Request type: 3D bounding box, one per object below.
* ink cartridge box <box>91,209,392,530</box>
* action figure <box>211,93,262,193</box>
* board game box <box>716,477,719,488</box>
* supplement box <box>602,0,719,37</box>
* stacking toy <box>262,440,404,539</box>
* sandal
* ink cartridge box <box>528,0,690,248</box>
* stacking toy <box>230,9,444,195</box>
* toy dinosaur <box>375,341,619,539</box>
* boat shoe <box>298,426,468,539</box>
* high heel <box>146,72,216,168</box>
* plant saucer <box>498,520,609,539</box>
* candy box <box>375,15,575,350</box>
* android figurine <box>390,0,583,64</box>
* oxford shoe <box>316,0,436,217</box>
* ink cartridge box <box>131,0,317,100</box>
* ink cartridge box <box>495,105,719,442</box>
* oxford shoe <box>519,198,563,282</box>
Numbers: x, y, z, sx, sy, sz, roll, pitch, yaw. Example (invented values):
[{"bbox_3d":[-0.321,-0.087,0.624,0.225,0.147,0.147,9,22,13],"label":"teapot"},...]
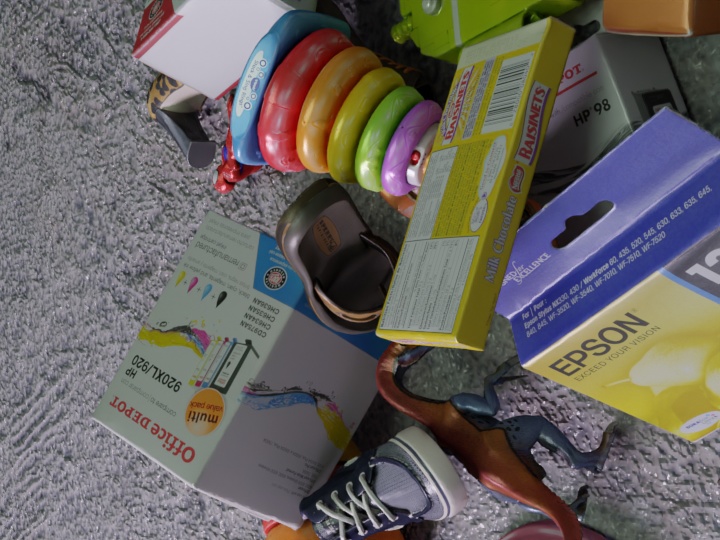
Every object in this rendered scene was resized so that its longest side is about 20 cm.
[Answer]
[{"bbox_3d":[-0.088,0.083,0.971,0.147,0.145,0.200,24,82,41],"label":"ink cartridge box"},{"bbox_3d":[-0.088,-0.141,1.037,0.052,0.065,0.200,37,128,8],"label":"action figure"},{"bbox_3d":[0.321,0.106,0.607,0.159,0.097,0.200,50,133,16],"label":"board game box"},{"bbox_3d":[0.192,-0.242,0.694,0.069,0.067,0.200,14,111,45],"label":"supplement box"},{"bbox_3d":[-0.034,0.190,1.046,0.146,0.146,0.200,-37,54,46],"label":"stacking toy"},{"bbox_3d":[0.000,0.000,0.853,0.055,0.082,0.200,35,167,27],"label":"sandal"},{"bbox_3d":[0.155,-0.081,0.778,0.116,0.067,0.200,-28,80,49],"label":"ink cartridge box"},{"bbox_3d":[0.019,-0.092,0.813,0.200,0.110,0.116,29,107,20],"label":"stacking toy"},{"bbox_3d":[0.089,0.110,0.852,0.181,0.200,0.105,21,103,9],"label":"toy dinosaur"},{"bbox_3d":[0.011,0.175,0.883,0.075,0.093,0.200,55,163,6],"label":"boat shoe"},{"bbox_3d":[-0.148,-0.212,1.091,0.143,0.071,0.200,52,127,47],"label":"high heel"},{"bbox_3d":[0.154,0.294,0.894,0.200,0.051,0.201,15,111,46],"label":"plant saucer"},{"bbox_3d":[0.068,-0.050,0.714,0.102,0.026,0.200,-3,68,67],"label":"candy box"},{"bbox_3d":[0.089,-0.219,0.812,0.200,0.041,0.182,-17,72,48],"label":"android figurine"},{"bbox_3d":[0.018,-0.143,0.915,0.073,0.071,0.200,-38,78,29],"label":"oxford shoe"},{"bbox_3d":[-0.093,-0.259,0.922,0.144,0.084,0.200,-27,46,48],"label":"ink cartridge box"},{"bbox_3d":[0.188,0.015,0.684,0.198,0.200,0.047,-44,32,45],"label":"ink cartridge box"},{"bbox_3d":[0.081,0.002,0.794,0.200,0.073,0.071,136,117,-75],"label":"oxford shoe"}]
